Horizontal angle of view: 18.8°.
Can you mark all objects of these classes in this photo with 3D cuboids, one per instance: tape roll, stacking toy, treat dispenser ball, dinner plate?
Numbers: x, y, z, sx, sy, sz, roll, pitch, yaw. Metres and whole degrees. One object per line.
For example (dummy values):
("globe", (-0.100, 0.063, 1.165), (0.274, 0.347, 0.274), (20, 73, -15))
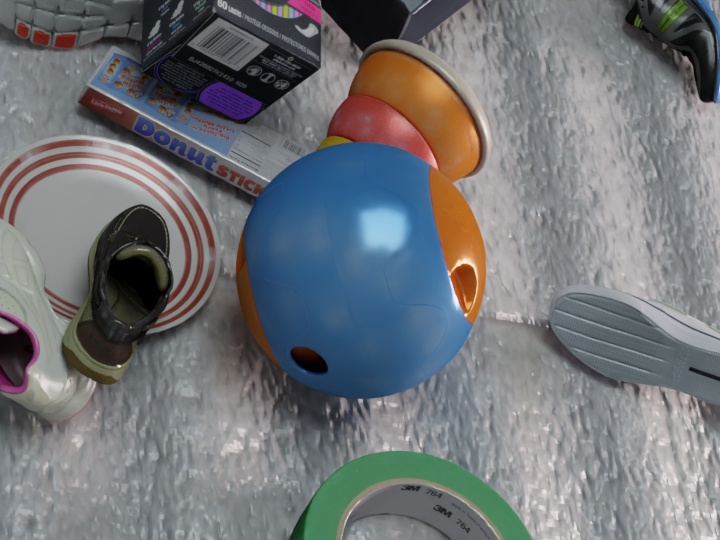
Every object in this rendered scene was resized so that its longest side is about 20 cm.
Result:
("tape roll", (0.042, 0.235, 1.656), (0.199, 0.048, 0.202), (14, 50, -17))
("stacking toy", (0.004, -0.089, 1.859), (0.146, 0.146, 0.200), (41, 63, 9))
("treat dispenser ball", (0.000, 0.000, 1.717), (0.199, 0.201, 0.202), (13, 49, -16))
("dinner plate", (-0.210, -0.026, 1.758), (0.198, 0.024, 0.202), (13, 50, -16))

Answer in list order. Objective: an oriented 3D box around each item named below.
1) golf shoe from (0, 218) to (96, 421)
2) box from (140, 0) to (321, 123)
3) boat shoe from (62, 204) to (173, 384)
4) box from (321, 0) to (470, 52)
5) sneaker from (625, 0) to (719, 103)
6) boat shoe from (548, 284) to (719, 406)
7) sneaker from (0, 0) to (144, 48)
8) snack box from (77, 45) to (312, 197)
("golf shoe", (-0.275, 0.023, 1.634), (0.200, 0.075, 0.091), (52, 14, 19))
("box", (-0.109, -0.249, 1.862), (0.122, 0.106, 0.202), (25, 48, -34))
("boat shoe", (-0.173, 0.008, 1.667), (0.073, 0.065, 0.201), (34, 32, -18))
("box", (0.035, -0.330, 2.013), (0.196, 0.118, 0.200), (-40, 82, -24))
("sneaker", (0.310, -0.249, 2.167), (0.082, 0.071, 0.201), (-25, 74, 1))
("boat shoe", (0.255, 0.064, 1.893), (0.199, 0.074, 0.067), (26, 20, -4))
("sneaker", (-0.243, -0.246, 1.893), (0.199, 0.077, 0.082), (4, 42, -36))
("snack box", (-0.139, -0.123, 1.861), (0.199, 0.024, 0.072), (28, 37, -3))
